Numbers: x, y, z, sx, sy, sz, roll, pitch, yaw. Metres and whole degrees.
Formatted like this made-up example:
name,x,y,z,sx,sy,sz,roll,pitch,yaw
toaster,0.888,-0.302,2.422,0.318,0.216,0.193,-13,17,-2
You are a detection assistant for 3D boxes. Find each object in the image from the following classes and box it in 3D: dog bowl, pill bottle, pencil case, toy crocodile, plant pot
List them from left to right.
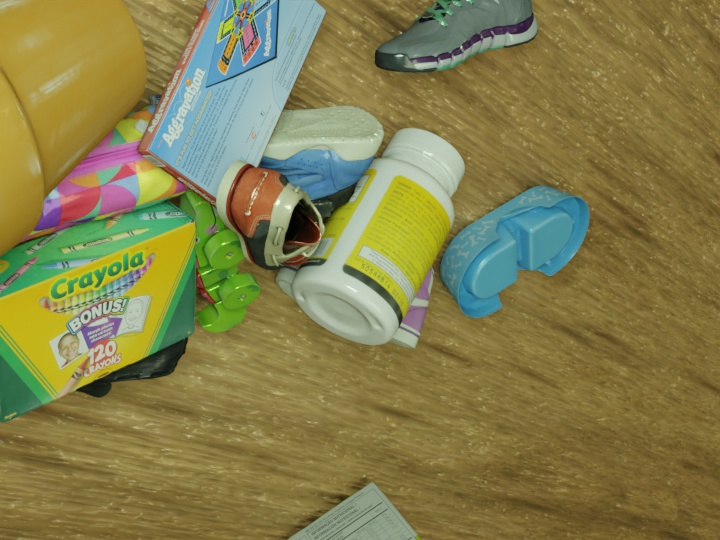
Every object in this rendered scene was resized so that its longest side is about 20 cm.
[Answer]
name,x,y,z,sx,sy,sz,roll,pitch,yaw
plant pot,-0.255,-0.128,0.876,0.183,0.200,0.201,-41,144,-35
pencil case,-0.229,-0.076,1.013,0.199,0.088,0.089,-23,135,-30
toy crocodile,-0.136,-0.013,1.148,0.062,0.068,0.200,-26,151,-11
pill bottle,0.024,-0.038,1.227,0.200,0.111,0.111,-61,147,-24
dog bowl,0.176,-0.027,1.465,0.199,0.050,0.112,-30,138,-21

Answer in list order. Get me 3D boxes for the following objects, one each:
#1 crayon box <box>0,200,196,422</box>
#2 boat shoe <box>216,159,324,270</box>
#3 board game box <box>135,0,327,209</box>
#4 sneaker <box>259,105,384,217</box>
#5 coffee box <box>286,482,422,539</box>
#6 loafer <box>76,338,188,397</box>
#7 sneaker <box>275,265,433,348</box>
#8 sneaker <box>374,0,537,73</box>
name,x,y,z,sx,sy,sz,roll,pitch,yaw
crayon box,-0.229,0.028,1.044,0.200,0.058,0.119,-26,134,-39
boat shoe,-0.063,-0.038,1.055,0.200,0.062,0.071,55,55,-74
board game box,-0.102,-0.158,1.034,0.103,0.019,0.201,37,68,-40
sneaker,-0.084,-0.094,1.139,0.199,0.077,0.111,-2,136,-30
coffee box,0.003,0.427,1.562,0.200,0.198,0.200,-32,140,-17
loafer,-0.243,0.084,1.145,0.200,0.068,0.071,-10,120,-43
sneaker,0.000,0.000,1.321,0.200,0.072,0.115,25,84,-45
sneaker,0.087,-0.245,1.198,0.200,0.074,0.088,-24,120,-38
